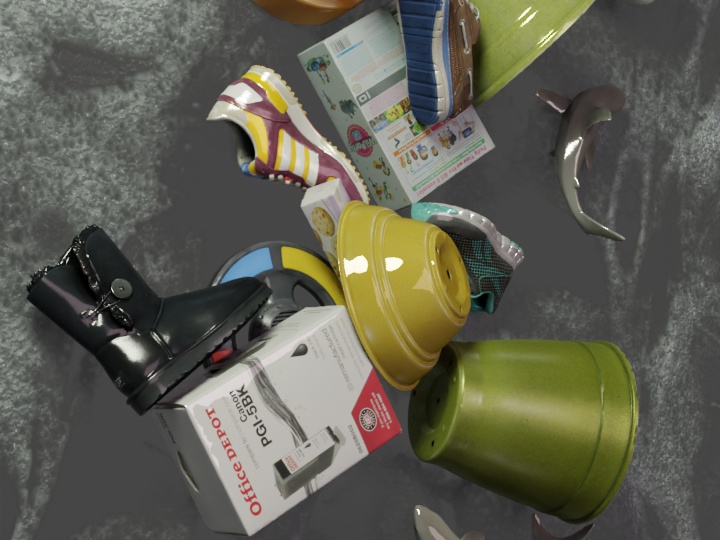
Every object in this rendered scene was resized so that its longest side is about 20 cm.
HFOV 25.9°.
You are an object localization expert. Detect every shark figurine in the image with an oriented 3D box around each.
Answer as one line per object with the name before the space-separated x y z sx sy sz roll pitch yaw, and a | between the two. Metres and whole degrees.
shark figurine | 0.272 -0.147 1.860 0.128 0.089 0.216 23 65 -29
shark figurine | 0.156 0.320 1.678 0.213 0.089 0.129 9 76 -33

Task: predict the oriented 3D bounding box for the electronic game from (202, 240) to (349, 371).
electronic game | -0.077 0.069 1.592 0.199 0.042 0.201 9 74 -35

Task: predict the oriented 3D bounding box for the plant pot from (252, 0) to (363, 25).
plant pot | -0.024 -0.381 1.645 0.199 0.183 0.201 9 74 -34

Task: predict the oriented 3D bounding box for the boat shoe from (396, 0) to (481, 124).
boat shoe | 0.086 -0.260 1.668 0.072 0.072 0.201 -18 118 -36

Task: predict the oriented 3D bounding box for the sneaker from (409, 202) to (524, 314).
sneaker | 0.112 -0.010 1.705 0.200 0.077 0.092 32 73 -50

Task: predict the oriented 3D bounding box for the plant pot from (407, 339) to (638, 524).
plant pot | 0.160 0.156 1.668 0.192 0.200 0.202 12 72 -20

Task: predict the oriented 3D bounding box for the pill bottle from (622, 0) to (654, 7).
pill bottle | 0.288 -0.410 1.923 0.199 0.114 0.115 24 66 -30

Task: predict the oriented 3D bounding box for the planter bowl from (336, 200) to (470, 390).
planter bowl | 0.057 0.014 1.582 0.200 0.083 0.201 49 32 -46

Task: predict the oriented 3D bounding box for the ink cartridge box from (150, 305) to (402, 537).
ink cartridge box | -0.079 0.144 1.511 0.200 0.083 0.147 -32 103 -29

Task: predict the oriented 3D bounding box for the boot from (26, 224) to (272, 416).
boot | -0.197 0.019 1.475 0.168 0.076 0.200 49 53 1

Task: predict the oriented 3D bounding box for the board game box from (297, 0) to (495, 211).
board game box | 0.041 -0.184 1.723 0.147 0.064 0.201 -35 99 -35

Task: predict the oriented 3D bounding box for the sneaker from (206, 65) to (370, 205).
sneaker | -0.076 -0.111 1.623 0.090 0.075 0.200 -45 105 -19

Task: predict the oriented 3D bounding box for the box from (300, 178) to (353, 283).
box | 0.000 0.000 1.620 0.201 0.041 0.039 64 22 -25

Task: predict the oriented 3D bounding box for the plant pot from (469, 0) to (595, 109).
plant pot | 0.140 -0.317 1.762 0.184 0.200 0.200 47 56 -4
